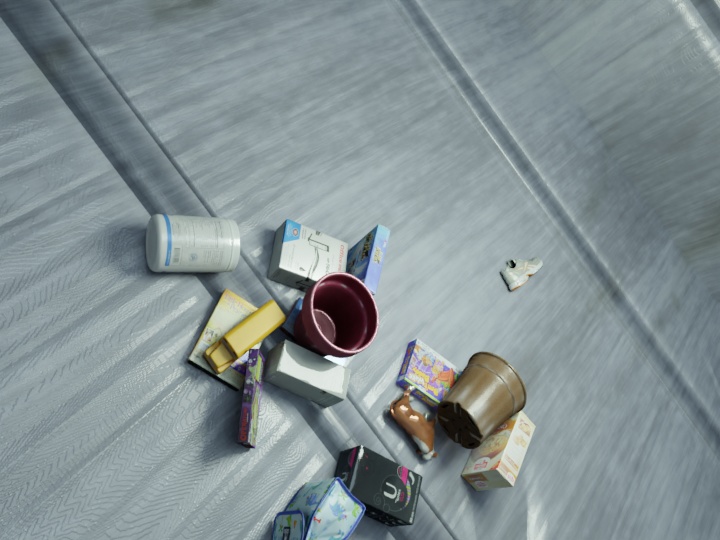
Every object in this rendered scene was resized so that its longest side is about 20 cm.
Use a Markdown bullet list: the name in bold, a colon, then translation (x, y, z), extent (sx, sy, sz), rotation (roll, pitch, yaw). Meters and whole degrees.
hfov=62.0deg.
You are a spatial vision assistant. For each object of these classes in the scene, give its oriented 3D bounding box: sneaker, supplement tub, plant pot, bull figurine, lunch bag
- **sneaker**: translation (0.565, -0.014, 2.094), extent (0.198, 0.076, 0.093), rotation (-33, 85, -40)
- **supplement tub**: translation (-0.398, -0.062, 1.420), extent (0.195, 0.131, 0.136), rotation (1, 69, -35)
- **plant pot**: translation (-0.077, 0.130, 1.499), extent (0.195, 0.178, 0.206), rotation (13, 63, -27)
- **bull figurine**: translation (0.159, 0.417, 1.633), extent (0.201, 0.064, 0.122), rotation (50, 44, -13)
- **lunch bag**: translation (-0.112, 0.568, 1.314), extent (0.128, 0.169, 0.201), rotation (45, 54, -8)
- **plant pot**: translation (0.320, 0.362, 1.636), extent (0.196, 0.199, 0.203), rotation (-33, 89, -36)

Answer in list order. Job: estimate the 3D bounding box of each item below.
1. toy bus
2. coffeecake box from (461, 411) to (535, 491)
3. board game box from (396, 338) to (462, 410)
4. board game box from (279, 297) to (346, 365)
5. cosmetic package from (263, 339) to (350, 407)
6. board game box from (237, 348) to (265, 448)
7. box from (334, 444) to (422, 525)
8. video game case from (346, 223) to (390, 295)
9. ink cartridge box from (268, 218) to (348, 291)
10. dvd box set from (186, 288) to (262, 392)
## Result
- **toy bus**: translation (-0.271, 0.155, 1.404), extent (0.199, 0.078, 0.066), rotation (-39, 93, -38)
- **coffeecake box**: translation (0.390, 0.509, 1.691), extent (0.073, 0.153, 0.201), rotation (43, 52, -9)
- **board game box**: translation (0.207, 0.311, 1.723), extent (0.198, 0.045, 0.137), rotation (36, 54, -17)
- **board game box**: translation (-0.112, 0.174, 1.582), extent (0.199, 0.019, 0.104), rotation (41, 54, -12)
- **cosmetic package**: translation (-0.133, 0.256, 1.477), extent (0.196, 0.106, 0.093), rotation (24, 58, -21)
- **board game box**: translation (-0.247, 0.294, 1.368), extent (0.031, 0.121, 0.206), rotation (2, 68, 4)
- **box**: translation (0.039, 0.532, 1.473), extent (0.197, 0.106, 0.125), rotation (30, 55, -19)
- **video game case**: translation (0.000, 0.000, 1.631), extent (0.045, 0.180, 0.205), rotation (27, 57, -20)
- **ink cartridge box**: translation (-0.137, -0.028, 1.612), extent (0.195, 0.084, 0.150), rotation (19, 60, -25)
- **dvd box set**: translation (-0.311, 0.165, 1.442), extent (0.144, 0.029, 0.204), rotation (33, 55, -18)
